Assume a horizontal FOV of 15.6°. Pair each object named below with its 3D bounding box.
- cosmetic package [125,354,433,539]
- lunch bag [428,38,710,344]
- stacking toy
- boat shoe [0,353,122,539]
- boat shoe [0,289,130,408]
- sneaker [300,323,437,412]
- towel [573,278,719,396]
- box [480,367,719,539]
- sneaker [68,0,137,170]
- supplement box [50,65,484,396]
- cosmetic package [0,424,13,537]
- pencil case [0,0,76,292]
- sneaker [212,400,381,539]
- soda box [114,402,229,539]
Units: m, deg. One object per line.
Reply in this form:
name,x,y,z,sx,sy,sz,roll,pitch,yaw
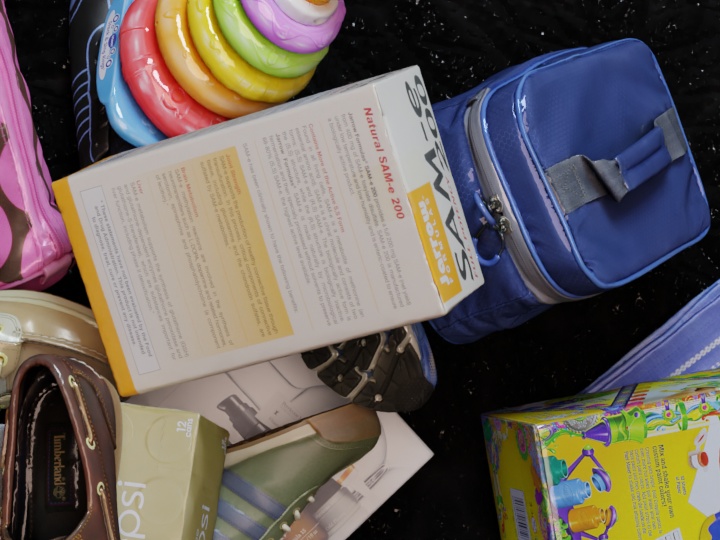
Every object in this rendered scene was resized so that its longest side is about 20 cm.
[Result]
cosmetic package,-0.080,0.120,1.541,0.200,0.052,0.151,-43,92,-8
lunch bag,0.107,-0.050,1.487,0.132,0.200,0.136,-22,93,33
stacking toy,-0.049,-0.140,1.441,0.109,0.200,0.117,25,54,-29
boat shoe,-0.157,0.143,1.353,0.070,0.070,0.201,-8,77,11
boat shoe,-0.220,0.051,1.469,0.199,0.074,0.067,9,41,8
sneaker,0.000,0.000,1.505,0.089,0.200,0.079,11,128,-41
towel,0.237,0.116,1.602,0.145,0.024,0.200,-37,93,-8
box,0.189,0.166,1.521,0.191,0.122,0.201,-9,92,-12
sneaker,-0.132,-0.089,1.527,0.070,0.078,0.201,-6,89,-8
supplement box,-0.049,-0.020,1.406,0.199,0.073,0.127,-14,97,23
cosmetic package,-0.268,0.182,1.433,0.198,0.123,0.201,0,88,23
pencil case,-0.213,-0.083,1.503,0.091,0.093,0.201,-21,96,-48
sneaker,-0.072,0.146,1.481,0.199,0.067,0.090,-21,88,-1
soda box,-0.123,0.174,1.407,0.067,0.064,0.201,6,80,14
